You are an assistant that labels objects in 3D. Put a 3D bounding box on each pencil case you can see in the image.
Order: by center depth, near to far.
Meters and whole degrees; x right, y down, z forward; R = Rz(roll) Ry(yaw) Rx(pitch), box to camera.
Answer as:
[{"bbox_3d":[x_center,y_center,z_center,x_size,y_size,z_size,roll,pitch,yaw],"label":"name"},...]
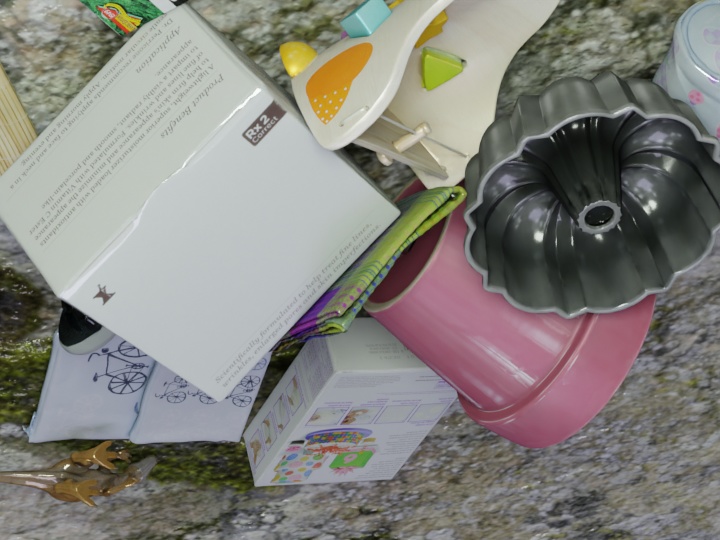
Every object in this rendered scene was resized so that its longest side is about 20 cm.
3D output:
[{"bbox_3d":[0.247,-0.115,1.676,0.083,0.091,0.201,28,141,5],"label":"pencil case"}]

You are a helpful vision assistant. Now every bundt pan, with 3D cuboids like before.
[{"bbox_3d":[0.164,-0.063,1.604,0.200,0.076,0.203,-6,135,-6],"label":"bundt pan"}]

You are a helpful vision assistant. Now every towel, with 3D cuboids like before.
[{"bbox_3d":[0.000,0.000,1.629,0.023,0.144,0.200,44,162,-8],"label":"towel"}]

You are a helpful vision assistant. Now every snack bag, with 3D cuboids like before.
[{"bbox_3d":[-0.184,0.101,1.934,0.198,0.022,0.189,1,146,-17],"label":"snack bag"}]

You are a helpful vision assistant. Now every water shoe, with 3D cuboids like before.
[{"bbox_3d":[-0.201,-0.017,1.712,0.078,0.072,0.200,15,129,-30],"label":"water shoe"}]

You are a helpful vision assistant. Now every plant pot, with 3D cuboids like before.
[{"bbox_3d":[0.104,0.015,1.749,0.178,0.201,0.200,28,133,-24],"label":"plant pot"}]

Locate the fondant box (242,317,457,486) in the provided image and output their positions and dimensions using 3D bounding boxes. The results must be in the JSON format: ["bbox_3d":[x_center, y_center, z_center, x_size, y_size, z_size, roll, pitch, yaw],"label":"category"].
[{"bbox_3d":[-0.002,0.117,1.965,0.143,0.059,0.200,0,145,-28],"label":"fondant box"}]

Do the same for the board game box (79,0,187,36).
[{"bbox_3d":[-0.171,-0.228,1.437,0.104,0.024,0.200,-23,145,22],"label":"board game box"}]

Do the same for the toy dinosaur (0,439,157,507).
[{"bbox_3d":[-0.267,0.188,1.990,0.199,0.061,0.106,6,164,-30],"label":"toy dinosaur"}]

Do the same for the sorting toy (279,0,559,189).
[{"bbox_3d":[0.057,-0.159,1.545,0.180,0.107,0.200,-39,160,14],"label":"sorting toy"}]

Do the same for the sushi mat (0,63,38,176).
[{"bbox_3d":[-0.286,-0.102,1.603,0.095,0.012,0.200,-13,147,4],"label":"sushi mat"}]

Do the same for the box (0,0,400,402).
[{"bbox_3d":[-0.115,-0.047,1.563,0.199,0.131,0.200,-45,140,4],"label":"box"}]
